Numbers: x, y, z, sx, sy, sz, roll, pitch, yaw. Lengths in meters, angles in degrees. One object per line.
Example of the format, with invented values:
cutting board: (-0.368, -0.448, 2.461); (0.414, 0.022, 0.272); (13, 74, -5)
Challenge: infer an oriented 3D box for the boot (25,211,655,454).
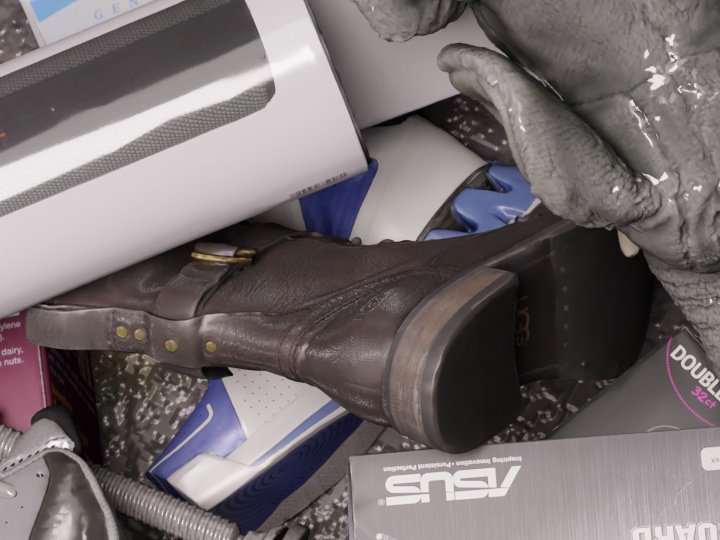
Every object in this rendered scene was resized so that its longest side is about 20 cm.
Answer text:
boot: (0.000, 0.000, 0.800); (0.173, 0.200, 0.070); (12, 110, 33)

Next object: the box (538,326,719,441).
box: (0.124, 0.153, 0.805); (0.148, 0.124, 0.200); (-38, 73, -5)

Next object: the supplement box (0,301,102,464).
supplement box: (-0.150, 0.069, 0.861); (0.085, 0.110, 0.201); (-10, 73, 1)

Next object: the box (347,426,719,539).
box: (0.099, 0.133, 0.723); (0.199, 0.048, 0.160); (-4, 74, 7)

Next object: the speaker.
speaker: (-0.102, -0.034, 0.746); (0.199, 0.081, 0.082); (-22, 73, 1)

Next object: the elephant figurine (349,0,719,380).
elephant figurine: (0.092, -0.063, 0.691); (0.141, 0.155, 0.201); (-40, 69, 37)

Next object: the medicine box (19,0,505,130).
medicine box: (-0.039, -0.137, 0.865); (0.181, 0.103, 0.200); (-20, 36, -1)

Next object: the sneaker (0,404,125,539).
sneaker: (-0.150, 0.083, 0.748); (0.199, 0.075, 0.116); (32, 78, 3)

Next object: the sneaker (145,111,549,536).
sneaker: (-0.023, 0.007, 0.891); (0.115, 0.081, 0.199); (40, 75, 18)

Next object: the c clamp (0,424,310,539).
c clamp: (-0.098, 0.098, 0.778); (0.199, 0.027, 0.172); (27, 77, 11)
